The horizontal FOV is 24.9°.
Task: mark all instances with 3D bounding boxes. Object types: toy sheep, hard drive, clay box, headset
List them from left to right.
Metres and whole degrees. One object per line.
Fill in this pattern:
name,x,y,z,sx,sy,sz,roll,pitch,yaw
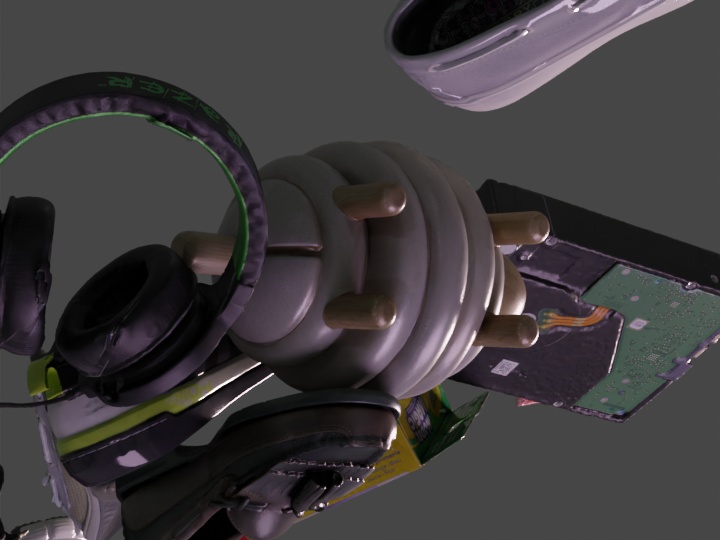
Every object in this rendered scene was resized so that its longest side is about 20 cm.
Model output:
headset,-0.116,0.020,0.649,0.123,0.094,0.200,23,113,-20
clay box,-0.024,0.111,0.983,0.200,0.048,0.115,-27,-176,16
toy sheep,0.000,0.000,0.757,0.200,0.138,0.138,15,134,-39
hard drive,0.119,0.023,0.968,0.200,0.038,0.140,16,136,-28

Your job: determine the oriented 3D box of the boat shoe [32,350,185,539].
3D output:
boat shoe,-0.144,0.100,0.904,0.074,0.065,0.202,-42,167,-16

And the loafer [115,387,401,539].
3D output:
loafer,-0.049,0.107,0.773,0.072,0.063,0.200,14,154,-35

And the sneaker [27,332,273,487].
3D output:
sneaker,-0.092,0.031,0.791,0.072,0.083,0.200,-25,-174,25

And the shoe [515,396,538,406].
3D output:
shoe,0.138,0.059,1.120,0.091,0.072,0.200,-26,152,0

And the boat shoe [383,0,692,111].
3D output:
boat shoe,0.094,-0.138,0.658,0.200,0.072,0.068,-28,160,25

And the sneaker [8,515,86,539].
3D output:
sneaker,-0.240,0.206,0.986,0.200,0.080,0.074,-7,152,-37
